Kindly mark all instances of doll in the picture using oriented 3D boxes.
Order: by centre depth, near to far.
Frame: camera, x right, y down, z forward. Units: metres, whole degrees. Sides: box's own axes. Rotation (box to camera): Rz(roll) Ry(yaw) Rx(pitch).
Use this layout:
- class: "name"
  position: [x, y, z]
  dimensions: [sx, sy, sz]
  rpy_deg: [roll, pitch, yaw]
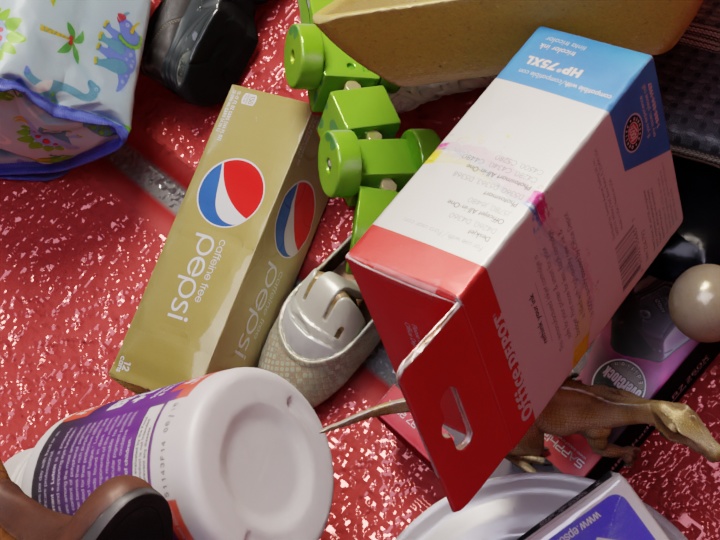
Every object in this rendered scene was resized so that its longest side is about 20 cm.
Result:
- class: "doll"
  position: [0.185, -0.040, 0.837]
  dimensions: [0.136, 0.049, 0.200]
  rpy_deg: [6, 42, 4]

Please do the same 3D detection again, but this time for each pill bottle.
- class: "pill bottle"
  position: [-0.121, 0.126, 0.884]
  dimensions: [0.200, 0.111, 0.112]
  rpy_deg: [-17, 63, 39]

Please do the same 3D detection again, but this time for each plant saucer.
- class: "plant saucer"
  position: [0.097, -0.145, 0.829]
  dimensions: [0.199, 0.200, 0.049]
  rpy_deg: [-4, 109, 18]

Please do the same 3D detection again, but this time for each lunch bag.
- class: "lunch bag"
  position: [-0.227, -0.156, 1.051]
  dimensions: [0.200, 0.127, 0.171]
  rpy_deg: [-12, 63, 48]

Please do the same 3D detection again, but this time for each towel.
- class: "towel"
  position: [0.216, -0.117, 0.872]
  dimensions: [0.192, 0.035, 0.200]
  rpy_deg: [20, 46, 28]

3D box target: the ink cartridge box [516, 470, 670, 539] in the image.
- class: "ink cartridge box"
  position: [0.107, 0.236, 0.772]
  dimensions: [0.198, 0.043, 0.200]
  rpy_deg: [-36, 85, 5]

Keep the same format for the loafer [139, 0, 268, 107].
- class: "loafer"
  position: [-0.087, -0.210, 1.048]
  dimensions: [0.072, 0.073, 0.200]
  rpy_deg: [26, 80, 31]

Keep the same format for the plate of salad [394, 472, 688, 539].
- class: "plate of salad"
  position: [0.095, 0.205, 0.819]
  dimensions: [0.199, 0.048, 0.201]
  rpy_deg: [0, 90, 6]

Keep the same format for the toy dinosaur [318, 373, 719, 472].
- class: "toy dinosaur"
  position: [0.088, 0.070, 0.799]
  dimensions: [0.199, 0.101, 0.058]
  rpy_deg: [1, 74, 18]

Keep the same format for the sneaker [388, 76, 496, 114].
- class: "sneaker"
  position: [0.051, -0.132, 0.974]
  dimensions: [0.199, 0.075, 0.100]
  rpy_deg: [19, 92, 30]

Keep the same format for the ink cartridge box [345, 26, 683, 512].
- class: "ink cartridge box"
  position: [0.066, -0.002, 0.724]
  dimensions: [0.067, 0.116, 0.200]
  rpy_deg: [23, 61, 35]

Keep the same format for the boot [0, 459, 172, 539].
- class: "boot"
  position: [-0.188, 0.111, 0.836]
  dimensions: [0.200, 0.068, 0.189]
  rpy_deg: [54, 139, 26]

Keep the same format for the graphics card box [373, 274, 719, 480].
- class: "graphics card box"
  position: [0.117, 0.048, 0.882]
  dimensions: [0.125, 0.051, 0.200]
  rpy_deg: [41, 87, 28]

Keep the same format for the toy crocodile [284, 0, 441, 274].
- class: "toy crocodile"
  position: [-0.003, -0.088, 0.911]
  dimensions: [0.067, 0.062, 0.201]
  rpy_deg: [-3, 58, -22]

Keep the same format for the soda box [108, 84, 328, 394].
- class: "soda box"
  position: [-0.079, -0.008, 0.967]
  dimensions: [0.064, 0.068, 0.201]
  rpy_deg: [15, 77, 24]

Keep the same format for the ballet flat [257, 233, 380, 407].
- class: "ballet flat"
  position: [0.000, 0.000, 0.937]
  dimensions: [0.067, 0.062, 0.200]
  rpy_deg: [40, 88, 28]
